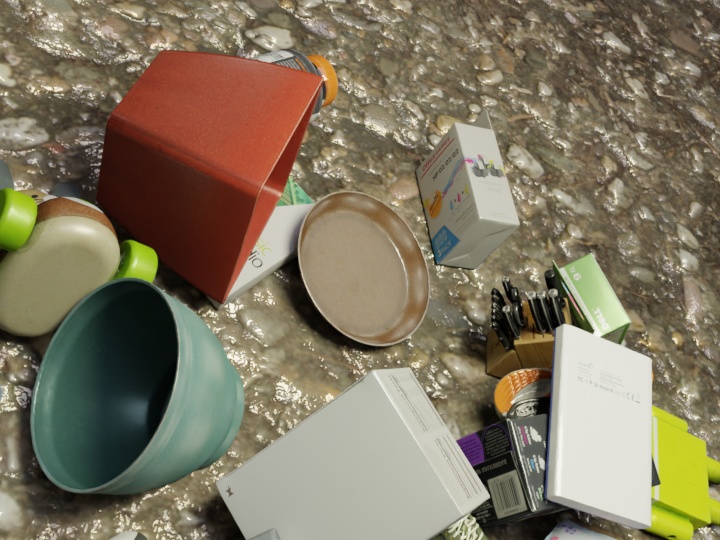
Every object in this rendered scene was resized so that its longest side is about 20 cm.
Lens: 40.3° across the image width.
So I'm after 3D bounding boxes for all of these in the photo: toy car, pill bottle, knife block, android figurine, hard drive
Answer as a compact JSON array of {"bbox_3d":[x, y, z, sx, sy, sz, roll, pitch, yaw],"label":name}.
[{"bbox_3d":[-0.323,-0.046,1.003,0.164,0.158,0.200,26,29,-39],"label":"toy car"},{"bbox_3d":[-0.121,-0.224,1.260,0.200,0.106,0.106,-26,75,-40],"label":"pill bottle"},{"bbox_3d":[0.242,0.078,1.222,0.200,0.176,0.064,21,51,-18],"label":"knife block"},{"bbox_3d":[0.393,0.259,1.278,0.200,0.041,0.182,23,51,-16],"label":"android figurine"},{"bbox_3d":[0.270,0.173,1.097,0.132,0.025,0.200,22,59,-21],"label":"hard drive"}]

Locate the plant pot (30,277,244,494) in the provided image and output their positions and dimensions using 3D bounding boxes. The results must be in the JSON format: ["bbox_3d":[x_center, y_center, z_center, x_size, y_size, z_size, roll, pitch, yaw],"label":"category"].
[{"bbox_3d":[-0.197,0.123,0.939,0.134,0.200,0.201,30,42,-47],"label":"plant pot"}]

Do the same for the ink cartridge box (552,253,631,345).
[{"bbox_3d":[0.296,0.045,1.269,0.059,0.200,0.104,-26,71,2],"label":"ink cartridge box"}]

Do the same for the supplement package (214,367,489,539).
[{"bbox_3d":[-0.007,0.213,0.949,0.156,0.200,0.111,57,15,15],"label":"supplement package"}]

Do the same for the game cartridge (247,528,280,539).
[{"bbox_3d":[-0.097,0.352,0.877,0.133,0.042,0.200,-24,78,-5],"label":"game cartridge"}]

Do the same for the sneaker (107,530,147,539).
[{"bbox_3d":[-0.287,0.267,0.851,0.108,0.067,0.201,47,51,3],"label":"sneaker"}]

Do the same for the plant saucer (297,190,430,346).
[{"bbox_3d":[0.000,0.000,1.206,0.200,0.032,0.200,17,60,-33],"label":"plant saucer"}]

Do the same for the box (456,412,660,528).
[{"bbox_3d":[0.227,0.225,1.141,0.200,0.122,0.106,-3,70,-31],"label":"box"}]

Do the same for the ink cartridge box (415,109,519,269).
[{"bbox_3d":[0.138,-0.117,1.335,0.068,0.115,0.200,8,55,-27],"label":"ink cartridge box"}]

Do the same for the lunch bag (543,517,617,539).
[{"bbox_3d":[0.249,0.387,1.052,0.200,0.127,0.170,46,46,14],"label":"lunch bag"}]

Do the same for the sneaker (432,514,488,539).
[{"bbox_3d":[0.086,0.271,1.054,0.200,0.090,0.067,36,47,-4],"label":"sneaker"}]

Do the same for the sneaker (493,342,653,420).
[{"bbox_3d":[0.256,0.142,1.205,0.200,0.092,0.076,-10,73,-3],"label":"sneaker"}]

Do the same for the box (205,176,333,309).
[{"bbox_3d":[-0.144,-0.058,1.180,0.144,0.036,0.200,47,47,6],"label":"box"}]

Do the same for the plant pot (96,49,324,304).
[{"bbox_3d":[-0.174,-0.121,1.065,0.176,0.200,0.200,24,49,-2],"label":"plant pot"}]
